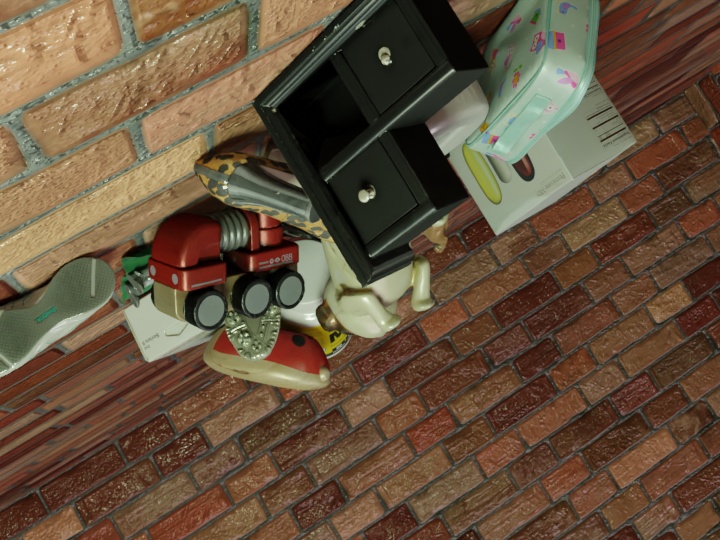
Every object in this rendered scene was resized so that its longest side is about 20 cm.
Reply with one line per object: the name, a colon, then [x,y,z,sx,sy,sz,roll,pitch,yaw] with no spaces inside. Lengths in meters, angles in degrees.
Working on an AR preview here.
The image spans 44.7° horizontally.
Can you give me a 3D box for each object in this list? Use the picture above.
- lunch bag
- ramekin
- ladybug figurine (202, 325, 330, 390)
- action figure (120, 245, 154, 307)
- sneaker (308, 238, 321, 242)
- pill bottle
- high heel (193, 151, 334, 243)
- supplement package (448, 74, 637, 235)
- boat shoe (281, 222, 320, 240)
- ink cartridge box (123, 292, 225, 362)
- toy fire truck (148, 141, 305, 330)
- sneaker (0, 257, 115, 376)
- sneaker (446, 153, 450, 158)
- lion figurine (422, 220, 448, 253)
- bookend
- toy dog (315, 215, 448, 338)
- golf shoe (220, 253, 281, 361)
lunch bag: [0.193,-0.221,1.001,0.076,0.163,0.200,15,154,-14]
ramekin: [0.047,-0.169,0.976,0.199,0.099,0.201,-32,174,-4]
ladybug figurine: [-0.124,0.114,1.194,0.197,0.073,0.135,9,178,27]
action figure: [-0.202,-0.025,1.088,0.199,0.055,0.118,-34,173,-31]
sneaker: [0.001,-0.095,1.332,0.198,0.083,0.075,-31,-175,-20]
pill bottle: [-0.070,0.043,1.257,0.113,0.115,0.201,-31,157,-10]
high heel: [-0.079,-0.084,0.914,0.200,0.141,0.072,2,108,-73]
supplement package: [0.231,-0.195,1.222,0.146,0.202,0.191,-28,173,-32]
boat shoe: [-0.088,-0.076,1.173,0.067,0.073,0.200,-26,168,8]
ink cartridge box: [-0.220,0.048,1.265,0.144,0.088,0.200,-30,178,23]
toy fire truck: [-0.141,-0.048,0.991,0.174,0.203,0.128,-13,-159,-42]
sneaker: [-0.349,0.060,0.926,0.199,0.071,0.080,-31,177,-21]
sneaker: [0.078,-0.161,1.290,0.070,0.078,0.200,-32,174,-13]
lion figurine: [0.065,-0.059,1.281,0.198,0.073,0.123,-27,158,-27]
bookend: [0.037,-0.126,0.776,0.198,0.202,0.092,-35,173,33]
toy dog: [0.000,0.000,1.082,0.139,0.192,0.202,-41,149,-40]
golf shoe: [-0.139,0.038,1.155,0.077,0.202,0.098,-12,148,1]
